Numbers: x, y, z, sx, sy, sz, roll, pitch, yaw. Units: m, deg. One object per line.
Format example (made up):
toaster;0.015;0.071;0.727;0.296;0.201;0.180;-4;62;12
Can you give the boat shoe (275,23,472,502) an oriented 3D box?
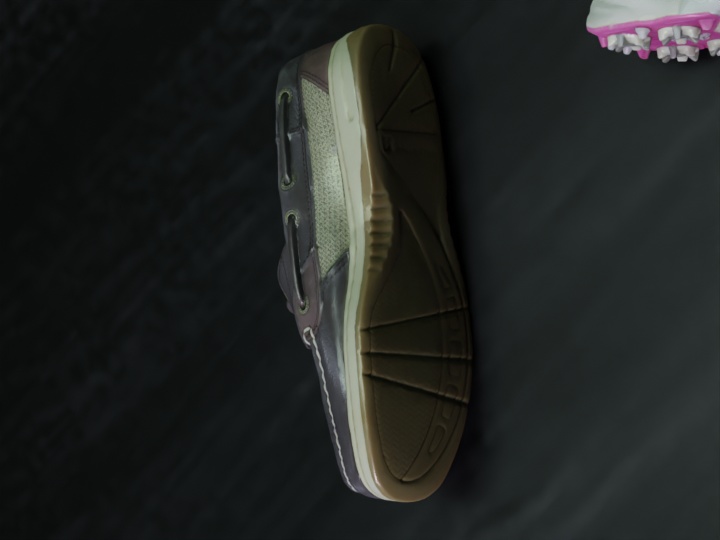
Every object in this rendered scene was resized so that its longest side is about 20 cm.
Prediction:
boat shoe;-0.001;-0.001;1.171;0.066;0.072;0.201;-12;78;41

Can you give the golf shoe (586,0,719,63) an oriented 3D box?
golf shoe;0.175;-0.137;1.067;0.200;0.075;0.092;-7;79;31
